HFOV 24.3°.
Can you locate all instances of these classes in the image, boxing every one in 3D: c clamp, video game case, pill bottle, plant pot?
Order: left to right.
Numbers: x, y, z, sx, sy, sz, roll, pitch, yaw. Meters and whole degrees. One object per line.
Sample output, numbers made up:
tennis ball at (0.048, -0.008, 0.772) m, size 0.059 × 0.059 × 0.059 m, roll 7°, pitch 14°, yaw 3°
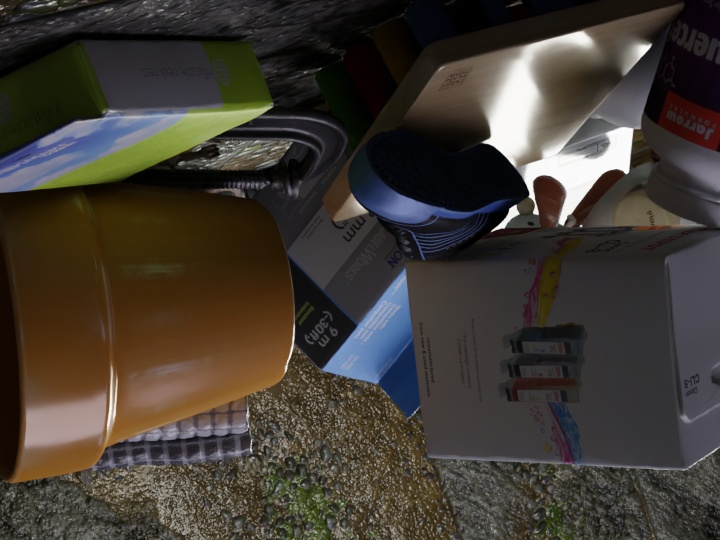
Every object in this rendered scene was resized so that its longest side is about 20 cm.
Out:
plant pot at (-0.148, 0.023, 1.070) m, size 0.183 × 0.200 × 0.200 m, roll -7°, pitch 172°, yaw -21°
c clamp at (-0.109, -0.072, 1.105) m, size 0.200 × 0.027 × 0.171 m, roll -2°, pitch 157°, yaw -5°
video game case at (0.129, -0.058, 1.397) m, size 0.200 × 0.023 × 0.182 m, roll -20°, pitch 156°, yaw -2°
pill bottle at (0.255, -0.133, 1.107) m, size 0.112 × 0.200 × 0.112 m, roll 13°, pitch -160°, yaw -5°

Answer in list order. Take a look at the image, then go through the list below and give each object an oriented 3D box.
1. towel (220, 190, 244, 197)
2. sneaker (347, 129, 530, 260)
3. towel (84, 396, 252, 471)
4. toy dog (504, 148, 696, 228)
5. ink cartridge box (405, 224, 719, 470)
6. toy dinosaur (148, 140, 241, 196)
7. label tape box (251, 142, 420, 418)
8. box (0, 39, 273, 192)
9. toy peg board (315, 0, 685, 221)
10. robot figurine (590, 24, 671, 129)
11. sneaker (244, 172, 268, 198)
towel at (-0.179, 0.011, 1.430) m, size 0.200 × 0.086 × 0.166 m, roll -50°, pitch 171°, yaw 10°
sneaker at (0.039, -0.041, 1.081) m, size 0.078 × 0.070 × 0.200 m, roll -43°, pitch 160°, yaw 24°
towel at (-0.164, 0.049, 1.211) m, size 0.165 × 0.200 × 0.086 m, roll -4°, pitch 143°, yaw -4°
toy dog at (0.189, -0.058, 1.300) m, size 0.200 × 0.096 × 0.132 m, roll -8°, pitch -178°, yaw 26°
ink cartridge box at (0.157, 0.048, 1.150) m, size 0.200 × 0.145 × 0.145 m, roll 0°, pitch -170°, yaw 34°
toy dinosaur at (-0.141, -0.066, 1.199) m, size 0.101 × 0.058 × 0.200 m, roll -18°, pitch 177°, yaw -11°
label tape box at (0.000, 0.000, 1.293) m, size 0.143 × 0.200 × 0.066 m, roll -51°, pitch 161°, yaw 21°
box at (-0.148, -0.083, 0.912) m, size 0.122 × 0.048 × 0.200 m, roll -22°, pitch 177°, yaw 26°
toy peg board at (0.075, -0.143, 1.122) m, size 0.200 × 0.098 × 0.199 m, roll -18°, pitch 161°, yaw -29°
robot figurine at (0.234, -0.170, 1.247) m, size 0.200 × 0.113 × 0.170 m, roll -18°, pitch 160°, yaw -37°
sneaker at (-0.117, -0.048, 1.585) m, size 0.112 × 0.071 × 0.200 m, roll -17°, pitch -173°, yaw 32°
